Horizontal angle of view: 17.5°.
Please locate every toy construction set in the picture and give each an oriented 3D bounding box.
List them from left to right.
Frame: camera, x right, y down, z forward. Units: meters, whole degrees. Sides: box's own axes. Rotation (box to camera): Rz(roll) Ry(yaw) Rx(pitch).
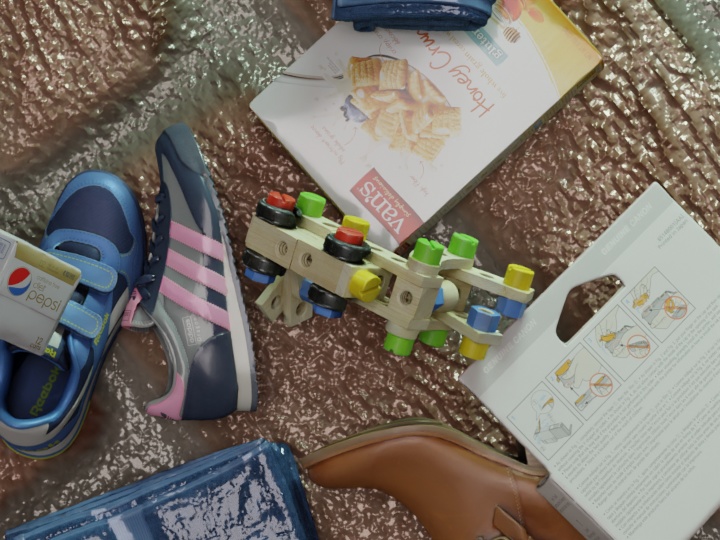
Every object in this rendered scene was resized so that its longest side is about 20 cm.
[{"bbox_3d":[0.000,0.000,1.498,0.199,0.131,0.093,9,94,40],"label":"toy construction set"}]

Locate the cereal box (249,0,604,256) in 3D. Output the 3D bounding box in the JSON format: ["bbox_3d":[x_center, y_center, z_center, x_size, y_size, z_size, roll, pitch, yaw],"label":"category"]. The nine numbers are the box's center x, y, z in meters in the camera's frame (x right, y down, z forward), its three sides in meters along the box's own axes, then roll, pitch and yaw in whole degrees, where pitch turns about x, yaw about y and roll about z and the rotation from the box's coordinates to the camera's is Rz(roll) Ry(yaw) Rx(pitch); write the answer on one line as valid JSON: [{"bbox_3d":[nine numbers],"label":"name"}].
[{"bbox_3d":[0.044,-0.124,1.577,0.200,0.040,0.144,-43,81,1],"label":"cereal box"}]

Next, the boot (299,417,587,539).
[{"bbox_3d":[0.065,0.172,1.538,0.199,0.074,0.156,-8,89,8],"label":"boot"}]

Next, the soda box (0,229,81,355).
[{"bbox_3d":[-0.277,-0.013,1.540,0.200,0.068,0.064,25,88,39],"label":"soda box"}]

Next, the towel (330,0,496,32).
[{"bbox_3d":[0.044,-0.256,1.555,0.111,0.049,0.201,1,72,18],"label":"towel"}]

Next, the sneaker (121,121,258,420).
[{"bbox_3d":[-0.125,0.003,1.563,0.082,0.070,0.201,-12,83,-9],"label":"sneaker"}]

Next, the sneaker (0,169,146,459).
[{"bbox_3d":[-0.196,0.029,1.568,0.074,0.082,0.201,14,85,8],"label":"sneaker"}]

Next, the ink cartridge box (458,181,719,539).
[{"bbox_3d":[0.185,0.072,1.515,0.176,0.045,0.200,45,71,6],"label":"ink cartridge box"}]

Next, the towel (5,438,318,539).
[{"bbox_3d":[-0.128,0.193,1.558,0.199,0.049,0.112,-20,85,3],"label":"towel"}]
